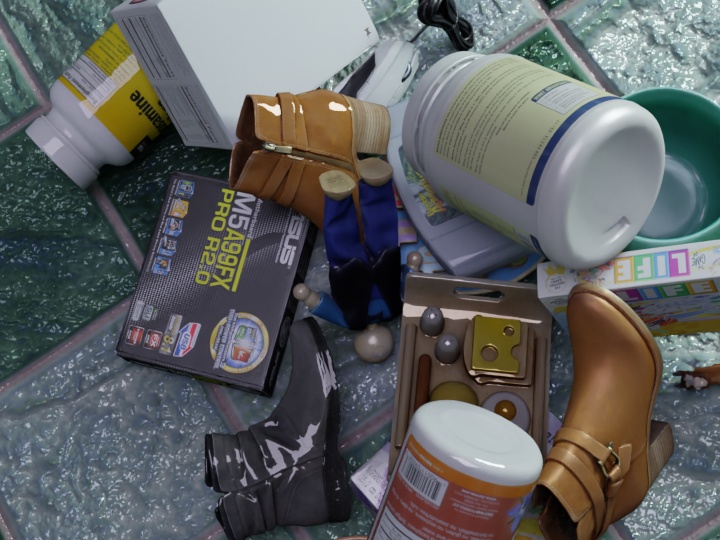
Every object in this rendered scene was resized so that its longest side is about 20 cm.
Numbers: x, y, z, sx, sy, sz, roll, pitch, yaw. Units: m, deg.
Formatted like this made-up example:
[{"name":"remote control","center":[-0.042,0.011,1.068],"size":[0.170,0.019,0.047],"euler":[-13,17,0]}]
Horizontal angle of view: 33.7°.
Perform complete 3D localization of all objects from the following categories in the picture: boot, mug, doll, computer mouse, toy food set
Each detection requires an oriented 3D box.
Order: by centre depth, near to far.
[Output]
[{"name":"boot","center":[0.185,0.128,0.996],"size":[0.076,0.201,0.155],"euler":[10,38,46]},{"name":"toy food set","center":[0.102,0.101,1.067],"size":[0.142,0.061,0.202],"euler":[5,66,4]},{"name":"boot","center":[-0.084,0.147,1.108],"size":[0.130,0.070,0.202],"euler":[-6,80,-9]},{"name":"doll","center":[0.000,0.000,1.119],"size":[0.135,0.202,0.048],"euler":[-20,33,-19]},{"name":"mug","center":[0.265,-0.076,1.120],"size":[0.183,0.114,0.153],"euler":[-15,73,5]},{"name":"boot","center":[-0.053,-0.072,1.137],"size":[0.154,0.073,0.202],"euler":[0,96,-34]},{"name":"computer mouse","center":[0.033,-0.194,1.208],"size":[0.200,0.110,0.044],"euler":[-45,66,4]}]

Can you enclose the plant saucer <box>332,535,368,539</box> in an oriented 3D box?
[{"name":"plant saucer","center":[0.001,0.346,1.084],"size":[0.198,0.032,0.202],"euler":[-2,73,8]}]

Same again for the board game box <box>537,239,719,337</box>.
[{"name":"board game box","center":[0.270,0.020,1.054],"size":[0.198,0.134,0.035],"euler":[-8,65,23]}]

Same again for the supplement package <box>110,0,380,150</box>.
[{"name":"supplement package","center":[-0.110,-0.239,1.164],"size":[0.200,0.157,0.111],"euler":[-41,28,-24]}]

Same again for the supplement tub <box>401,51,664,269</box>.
[{"name":"supplement tub","center":[0.144,-0.102,1.028],"size":[0.145,0.145,0.200],"euler":[-50,47,-7]}]

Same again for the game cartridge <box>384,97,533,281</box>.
[{"name":"game cartridge","center":[0.100,-0.093,1.153],"size":[0.132,0.041,0.201],"euler":[-25,65,4]}]

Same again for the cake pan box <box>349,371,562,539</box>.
[{"name":"cake pan box","center":[0.115,0.200,1.084],"size":[0.184,0.052,0.200],"euler":[-38,70,-16]}]

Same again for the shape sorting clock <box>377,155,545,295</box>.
[{"name":"shape sorting clock","center":[0.106,-0.074,1.185],"size":[0.198,0.039,0.202],"euler":[-3,74,9]}]

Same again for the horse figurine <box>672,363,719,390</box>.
[{"name":"horse figurine","center":[0.395,0.071,1.066],"size":[0.199,0.133,0.050],"euler":[-31,96,-7]}]

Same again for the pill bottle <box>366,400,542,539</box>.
[{"name":"pill bottle","center":[0.064,0.217,0.968],"size":[0.111,0.112,0.202],"euler":[24,109,15]}]

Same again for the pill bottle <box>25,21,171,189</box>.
[{"name":"pill bottle","center":[-0.247,-0.184,1.236],"size":[0.112,0.113,0.200],"euler":[43,85,18]}]

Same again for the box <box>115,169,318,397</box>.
[{"name":"box","center":[-0.140,0.011,1.197],"size":[0.159,0.044,0.202],"euler":[13,77,13]}]
